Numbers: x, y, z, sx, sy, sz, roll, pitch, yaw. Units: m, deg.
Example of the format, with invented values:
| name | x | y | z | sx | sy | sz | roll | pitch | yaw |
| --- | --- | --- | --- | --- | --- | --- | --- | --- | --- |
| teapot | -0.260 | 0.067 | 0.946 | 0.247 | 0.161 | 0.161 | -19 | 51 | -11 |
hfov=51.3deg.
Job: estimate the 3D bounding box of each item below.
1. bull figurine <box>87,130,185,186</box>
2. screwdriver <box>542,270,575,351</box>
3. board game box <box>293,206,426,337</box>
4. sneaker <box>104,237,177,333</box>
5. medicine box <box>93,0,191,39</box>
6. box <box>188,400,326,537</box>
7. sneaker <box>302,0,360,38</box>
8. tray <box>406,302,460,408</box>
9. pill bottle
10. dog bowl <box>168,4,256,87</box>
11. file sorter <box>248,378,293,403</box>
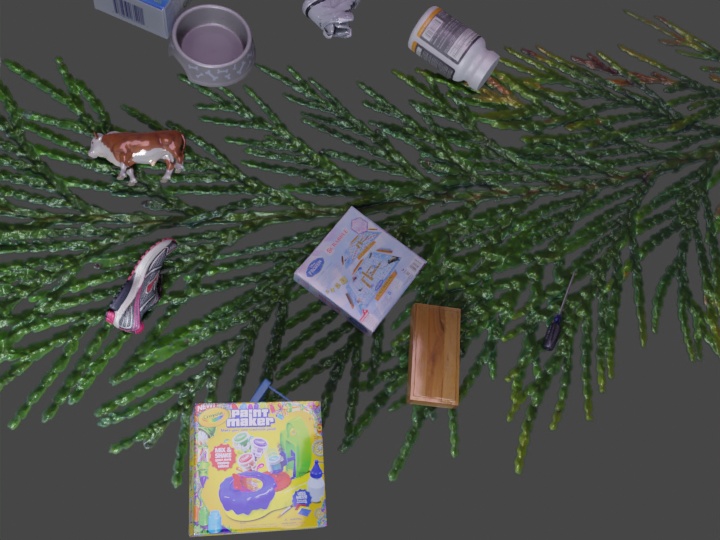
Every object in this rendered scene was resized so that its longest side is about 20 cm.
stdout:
| name | x | y | z | sx | sy | sz | roll | pitch | yaw |
| --- | --- | --- | --- | --- | --- | --- | --- | --- | --- |
| bull figurine | -0.458 | -0.240 | 1.544 | 0.199 | 0.065 | 0.122 | -11 | 73 | -12 |
| screwdriver | 0.426 | 0.083 | 1.596 | 0.028 | 0.029 | 0.200 | 26 | 61 | 1 |
| board game box | 0.000 | 0.000 | 1.539 | 0.199 | 0.041 | 0.200 | 37 | 66 | 6 |
| sneaker | -0.408 | 0.026 | 1.438 | 0.075 | 0.081 | 0.200 | 31 | 72 | -12 |
| medicine box | -0.479 | -0.659 | 1.696 | 0.182 | 0.103 | 0.201 | 23 | 66 | -1 |
| box | -0.167 | 0.313 | 1.186 | 0.199 | 0.122 | 0.193 | 1 | 70 | -16 |
| sneaker | -0.029 | -0.625 | 1.785 | 0.200 | 0.075 | 0.115 | -29 | 76 | -15 |
| tray | 0.147 | 0.169 | 1.499 | 0.098 | 0.037 | 0.201 | 8 | 65 | -8 |
| pill bottle | 0.220 | -0.519 | 1.762 | 0.200 | 0.116 | 0.116 | 37 | 66 | 5 |
| dog bowl | -0.333 | -0.512 | 1.686 | 0.199 | 0.059 | 0.201 | 4 | 66 | -9 |
| file sorter | -0.182 | 0.319 | 1.319 | 0.122 | 0.139 | 0.200 | 34 | 65 | 1 |
